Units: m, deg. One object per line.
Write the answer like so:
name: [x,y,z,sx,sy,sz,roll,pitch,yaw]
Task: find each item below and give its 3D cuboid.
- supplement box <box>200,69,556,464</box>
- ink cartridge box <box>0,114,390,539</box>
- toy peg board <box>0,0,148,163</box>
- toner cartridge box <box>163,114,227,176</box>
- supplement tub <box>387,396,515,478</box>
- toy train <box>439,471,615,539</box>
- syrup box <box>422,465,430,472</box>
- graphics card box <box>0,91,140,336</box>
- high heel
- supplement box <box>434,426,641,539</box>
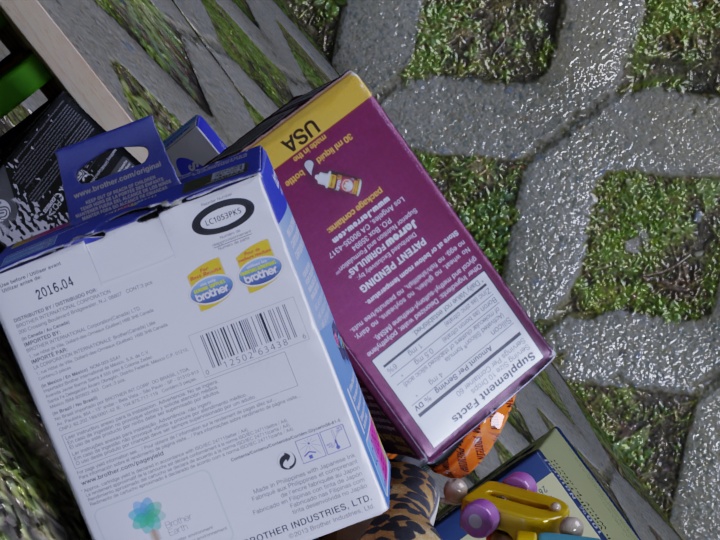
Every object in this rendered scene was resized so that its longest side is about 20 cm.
supplement box: [0.000,0.000,1.229,0.200,0.103,0.131,55,-15,-8]
ink cartridge box: [-0.081,0.033,0.983,0.076,0.136,0.201,-98,167,-77]
toy peg board: [-0.198,-0.082,1.235,0.200,0.098,0.199,53,-7,-13]
toner cartridge box: [-0.081,0.005,1.430,0.200,0.095,0.043,50,8,-13]
supplement tub: [-0.006,0.048,1.357,0.199,0.123,0.123,26,16,-15]
toy train: [0.070,0.173,1.283,0.150,0.056,0.200,-8,21,-33]
syrup box: [0.014,0.094,1.638,0.082,0.079,0.200,57,9,25]
graphics card box: [-0.116,0.016,1.105,0.200,0.051,0.126,44,37,-13]
high heel: [-0.012,0.138,1.168,0.199,0.072,0.142,19,5,42]
supplement box: [0.139,0.237,1.539,0.200,0.134,0.200,53,8,4]
